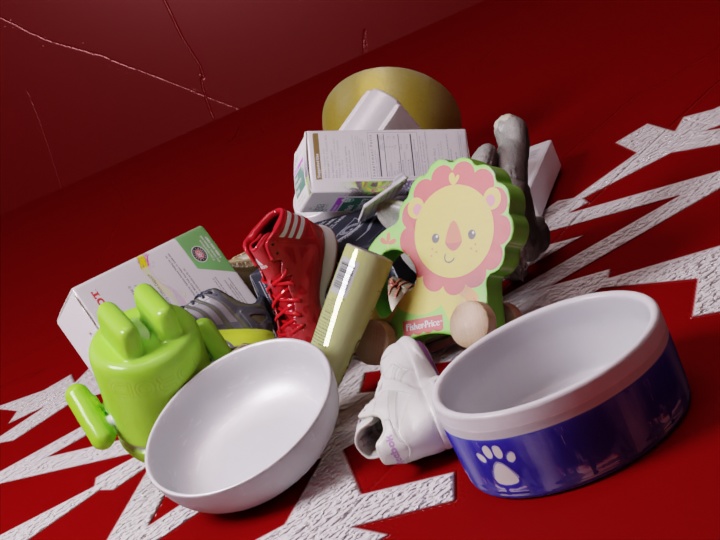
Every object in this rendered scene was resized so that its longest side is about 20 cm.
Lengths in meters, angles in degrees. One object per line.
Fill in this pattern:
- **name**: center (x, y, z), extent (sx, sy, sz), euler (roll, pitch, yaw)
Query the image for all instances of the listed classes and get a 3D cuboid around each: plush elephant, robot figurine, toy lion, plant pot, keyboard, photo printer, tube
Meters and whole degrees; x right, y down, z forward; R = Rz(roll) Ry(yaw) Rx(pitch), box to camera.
- **plush elephant**: center (0.108, -0.044, 1.658), extent (0.154, 0.165, 0.200), euler (-7, 31, 17)
- **robot figurine**: center (-0.207, 0.115, 1.591), extent (0.175, 0.201, 0.116), euler (-29, 37, -21)
- **toy lion**: center (0.080, -0.011, 1.540), extent (0.199, 0.193, 0.069), euler (-13, -13, 39)
- **plant pot**: center (0.040, -0.161, 2.173), extent (0.199, 0.200, 0.142), euler (-18, 43, 24)
- **keyboard**: center (0.023, -0.076, 1.689), extent (0.056, 0.011, 0.200), euler (-41, -1, -3)
- **photo printer**: center (0.006, -0.108, 1.970), extent (0.069, 0.166, 0.200), euler (31, 82, 35)
- **tube**: center (-0.026, 0.074, 1.543), extent (0.052, 0.201, 0.058), euler (23, 2, 23)

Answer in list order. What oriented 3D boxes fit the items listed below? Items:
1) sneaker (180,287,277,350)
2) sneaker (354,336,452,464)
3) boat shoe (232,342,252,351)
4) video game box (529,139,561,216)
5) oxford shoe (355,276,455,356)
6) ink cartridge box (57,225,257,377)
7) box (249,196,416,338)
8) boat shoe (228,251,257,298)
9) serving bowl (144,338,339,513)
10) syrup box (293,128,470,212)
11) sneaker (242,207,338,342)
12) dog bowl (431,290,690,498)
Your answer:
- **sneaker**: center (-0.188, 0.062, 1.754), extent (0.199, 0.081, 0.074), euler (7, -32, -28)
- **sneaker**: center (0.031, 0.118, 1.413), extent (0.099, 0.075, 0.200), euler (-25, 15, -3)
- **boat shoe**: center (-0.181, 0.128, 1.729), extent (0.199, 0.068, 0.072), euler (-20, 18, 24)
- **video game box**: center (0.152, -0.087, 1.963), extent (0.182, 0.047, 0.200), euler (-17, 17, 22)
- **oxford shoe**: center (0.051, 0.044, 1.631), extent (0.199, 0.075, 0.070), euler (-11, 20, 42)
- **ink cartridge box**: center (-0.233, 0.058, 1.832), extent (0.200, 0.145, 0.084), euler (-29, -14, -37)
- **box**: center (0.000, 0.000, 1.802), extent (0.199, 0.105, 0.148), euler (-13, 19, 38)
- **boat shoe**: center (-0.142, 0.009, 2.082), extent (0.199, 0.074, 0.066), euler (-21, 3, 10)
- **serving bowl**: center (-0.102, 0.157, 1.475), extent (0.199, 0.066, 0.200), euler (-22, 34, 16)
- **syrup box**: center (0.026, -0.118, 1.848), extent (0.199, 0.082, 0.079), euler (-3, -16, -14)
- **sneaker**: center (-0.087, 0.028, 1.664), extent (0.078, 0.115, 0.201), euler (-21, 57, 35)
- **dog bowl**: center (0.163, 0.098, 1.268), extent (0.199, 0.079, 0.200), euler (-24, 15, 7)
